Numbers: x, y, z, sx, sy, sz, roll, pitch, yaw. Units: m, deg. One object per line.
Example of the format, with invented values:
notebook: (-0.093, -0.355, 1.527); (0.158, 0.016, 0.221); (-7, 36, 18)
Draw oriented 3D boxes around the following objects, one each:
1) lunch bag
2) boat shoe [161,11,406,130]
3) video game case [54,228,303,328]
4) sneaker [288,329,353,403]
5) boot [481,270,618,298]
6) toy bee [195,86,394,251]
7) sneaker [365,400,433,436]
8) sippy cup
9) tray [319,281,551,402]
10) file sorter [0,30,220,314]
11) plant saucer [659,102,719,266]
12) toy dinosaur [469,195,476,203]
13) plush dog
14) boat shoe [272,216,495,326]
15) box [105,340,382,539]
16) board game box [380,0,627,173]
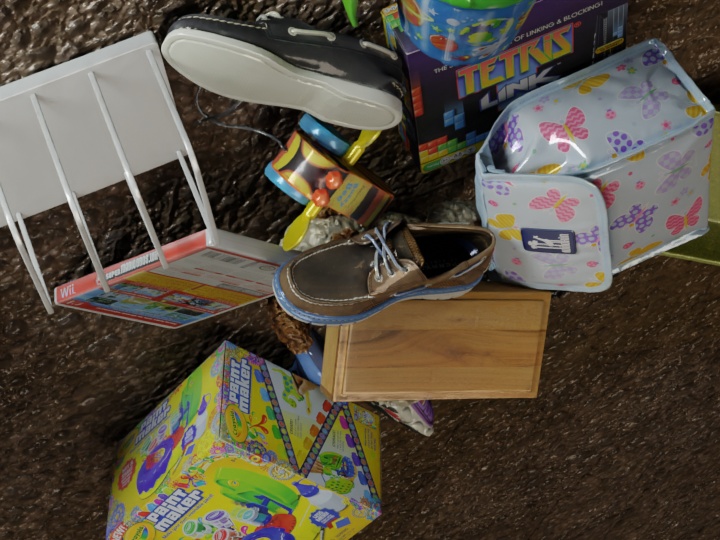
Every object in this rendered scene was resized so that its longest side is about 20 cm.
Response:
lunch bag: (0.195, -0.073, 1.409); (0.198, 0.128, 0.170); (-22, 144, -7)
boat shoe: (-0.055, -0.163, 1.260); (0.198, 0.061, 0.074); (13, 157, -20)
video game case: (-0.144, 0.010, 1.410); (0.199, 0.018, 0.142); (-19, 158, 38)
sneaker: (-0.052, 0.134, 1.682); (0.081, 0.074, 0.201); (-19, 146, -7)
boot: (0.188, -0.025, 1.621); (0.167, 0.077, 0.201); (-21, 154, -17)
toy bee: (-0.037, -0.072, 1.327); (0.198, 0.109, 0.132); (3, 119, -36)
sneaker: (0.049, 0.115, 1.727); (0.084, 0.080, 0.200); (-58, 161, -9)
sippy cup: (0.080, -0.224, 1.221); (0.176, 0.141, 0.131); (17, 156, 4)
tray: (0.067, 0.061, 1.440); (0.198, 0.037, 0.100); (1, 105, -22)
file sorter: (-0.216, -0.058, 1.236); (0.198, 0.125, 0.139); (-22, 149, -8)
plant saucer: (0.373, -0.089, 1.629); (0.198, 0.048, 0.201); (11, 137, -2)
toy dinosaur: (0.137, -0.086, 1.515); (0.199, 0.061, 0.106); (-36, 148, 15)
plush dog: (0.000, 0.000, 1.498); (0.171, 0.160, 0.202); (21, 98, -33)
boat shoe: (0.022, -0.010, 1.360); (0.198, 0.073, 0.072); (-13, 158, -30)
box: (-0.113, 0.201, 1.613); (0.192, 0.123, 0.200); (28, 129, -26)
board game box: (0.124, -0.181, 1.371); (0.198, 0.057, 0.166); (-23, 149, -6)
